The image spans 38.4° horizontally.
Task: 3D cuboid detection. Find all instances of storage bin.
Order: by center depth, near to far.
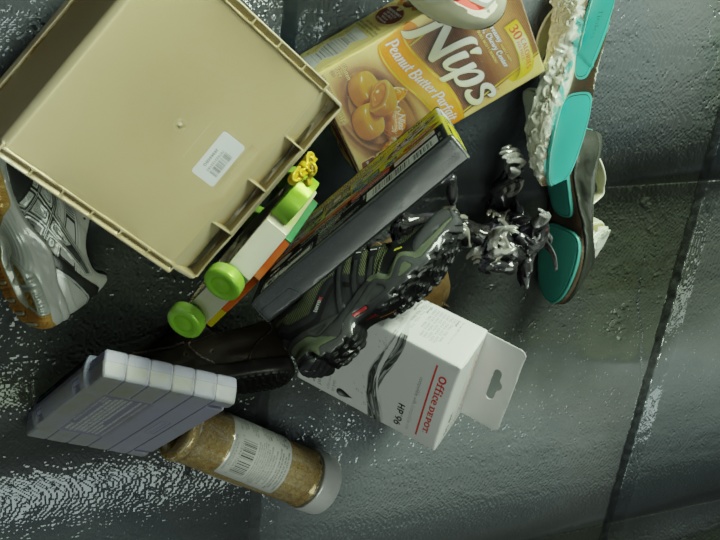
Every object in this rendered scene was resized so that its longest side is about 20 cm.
[{"bbox_3d":[-0.151,-0.128,0.806,0.200,0.094,0.198,-49,126,4],"label":"storage bin"}]

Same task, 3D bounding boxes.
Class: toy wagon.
[{"bbox_3d":[-0.087,-0.026,0.879,0.040,0.155,0.200,40,134,-10],"label":"toy wagon"}]

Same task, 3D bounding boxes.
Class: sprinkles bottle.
[{"bbox_3d":[-0.111,0.194,1.074,0.200,0.068,0.068,30,104,-35],"label":"sprinkles bottle"}]

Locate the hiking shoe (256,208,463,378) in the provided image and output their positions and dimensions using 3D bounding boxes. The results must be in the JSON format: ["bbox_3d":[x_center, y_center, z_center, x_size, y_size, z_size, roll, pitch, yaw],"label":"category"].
[{"bbox_3d":[0.000,0.000,0.927,0.200,0.101,0.076,-41,159,-4],"label":"hiking shoe"}]

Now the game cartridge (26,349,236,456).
[{"bbox_3d":[-0.216,0.124,0.947,0.129,0.038,0.200,21,147,-28],"label":"game cartridge"}]

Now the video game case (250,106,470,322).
[{"bbox_3d":[0.000,-0.052,0.853,0.200,0.181,0.026,-40,102,11],"label":"video game case"}]

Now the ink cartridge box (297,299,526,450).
[{"bbox_3d":[0.046,0.091,0.998,0.068,0.200,0.116,-46,156,-47],"label":"ink cartridge box"}]

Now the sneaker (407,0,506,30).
[{"bbox_3d":[0.049,-0.273,0.824,0.070,0.093,0.200,-43,104,-2],"label":"sneaker"}]

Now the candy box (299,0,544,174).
[{"bbox_3d":[0.056,-0.186,0.934,0.200,0.055,0.116,-30,127,-3],"label":"candy box"}]

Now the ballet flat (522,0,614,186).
[{"bbox_3d":[0.190,-0.183,0.985,0.072,0.072,0.200,4,109,-25],"label":"ballet flat"}]

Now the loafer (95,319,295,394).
[{"bbox_3d":[-0.165,0.086,0.999,0.199,0.072,0.073,-4,154,-9],"label":"loafer"}]

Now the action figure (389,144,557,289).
[{"bbox_3d":[0.123,-0.053,1.005,0.200,0.119,0.102,13,148,-21],"label":"action figure"}]

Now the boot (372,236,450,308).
[{"bbox_3d":[0.067,0.049,1.070,0.075,0.074,0.200,-26,122,-15],"label":"boot"}]

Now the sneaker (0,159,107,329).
[{"bbox_3d":[-0.278,-0.054,0.871,0.088,0.076,0.200,-34,122,-39],"label":"sneaker"}]

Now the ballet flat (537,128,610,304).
[{"bbox_3d":[0.228,-0.056,1.080,0.068,0.068,0.200,-18,125,-23],"label":"ballet flat"}]
